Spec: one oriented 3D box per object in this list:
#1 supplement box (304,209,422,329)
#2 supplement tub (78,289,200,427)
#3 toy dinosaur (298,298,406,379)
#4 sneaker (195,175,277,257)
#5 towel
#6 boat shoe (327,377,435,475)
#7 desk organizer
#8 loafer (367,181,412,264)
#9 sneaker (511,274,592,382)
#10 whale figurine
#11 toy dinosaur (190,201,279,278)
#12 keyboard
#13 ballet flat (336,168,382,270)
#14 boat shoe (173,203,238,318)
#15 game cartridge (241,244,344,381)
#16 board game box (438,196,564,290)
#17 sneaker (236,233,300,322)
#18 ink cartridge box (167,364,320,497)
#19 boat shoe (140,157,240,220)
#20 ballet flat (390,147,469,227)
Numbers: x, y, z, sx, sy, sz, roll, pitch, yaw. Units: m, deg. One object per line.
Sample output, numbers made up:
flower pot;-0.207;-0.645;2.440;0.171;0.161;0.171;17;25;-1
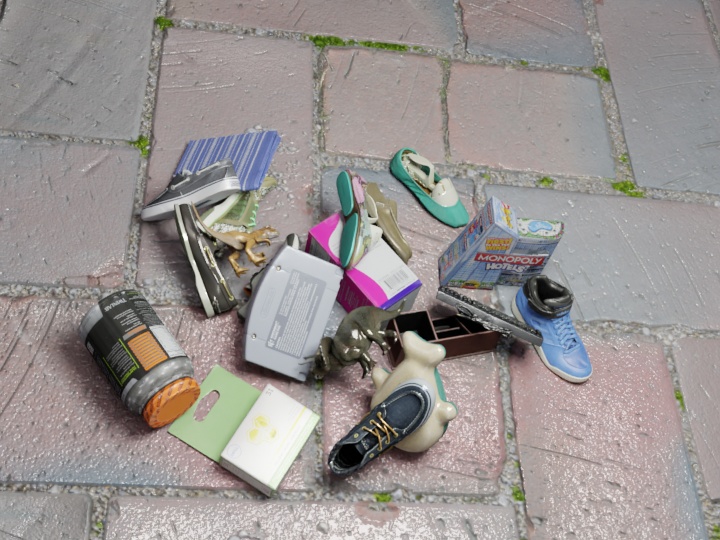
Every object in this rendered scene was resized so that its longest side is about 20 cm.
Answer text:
supplement box;0.000;0.000;1.613;0.101;0.104;0.200;-32;70;-27
supplement tub;-0.345;0.139;1.438;0.122;0.123;0.200;-29;68;-27
toy dinosaur;0.000;0.106;1.479;0.102;0.077;0.200;40;81;5
sneaker;-0.215;-0.092;1.655;0.200;0.077;0.089;-41;86;-25
towel;-0.250;-0.193;1.677;0.198;0.024;0.146;-2;51;24
boat shoe;0.033;0.246;1.397;0.071;0.200;0.091;48;32;8
desk organizer;0.144;0.108;1.590;0.197;0.077;0.072;-8;60;-17
loafer;0.045;-0.096;1.700;0.067;0.076;0.201;-25;66;-18
sneaker;0.351;0.097;1.620;0.076;0.112;0.201;-22;65;-24
whale figurine;0.093;0.189;1.463;0.158;0.202;0.103;23;27;27
toy dinosaur;-0.217;-0.049;1.571;0.199;0.060;0.107;6;51;-55
keyboard;0.221;0.078;1.562;0.198;0.021;0.127;24;15;4
ballet flat;0.000;-0.087;1.576;0.070;0.069;0.202;13;53;-27
boat shoe;-0.267;-0.024;1.565;0.060;0.072;0.204;-18;87;-12
game cartridge;-0.118;0.068;1.517;0.132;0.040;0.202;23;82;-22
board game box;0.259;-0.044;1.637;0.197;0.201;0.062;5;56;-8
sneaker;-0.154;0.013;1.592;0.078;0.074;0.202;17;56;5
ink cartridge box;-0.184;0.244;1.451;0.199;0.048;0.146;31;57;6
boat shoe;-0.305;-0.143;1.607;0.198;0.072;0.069;-20;83;23
ballet flat;0.136;-0.165;1.767;0.200;0.071;0.067;44;59;16
